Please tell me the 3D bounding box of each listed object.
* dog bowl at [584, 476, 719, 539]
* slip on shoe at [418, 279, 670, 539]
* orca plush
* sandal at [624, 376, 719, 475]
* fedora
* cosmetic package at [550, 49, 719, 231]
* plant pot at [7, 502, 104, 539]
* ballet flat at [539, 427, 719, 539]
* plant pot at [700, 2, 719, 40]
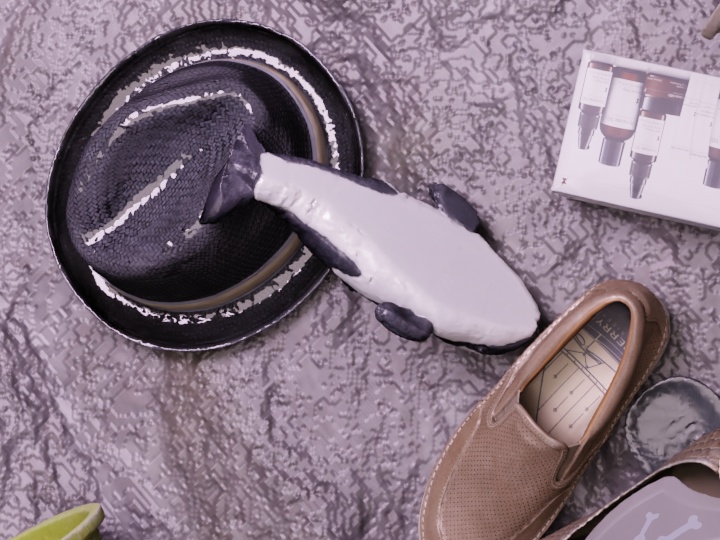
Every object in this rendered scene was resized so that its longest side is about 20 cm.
[{"bbox_3d":[0.202,0.200,1.210,0.199,0.059,0.201,1,115,2],"label":"dog bowl"},{"bbox_3d":[0.098,0.091,1.279,0.076,0.061,0.200,42,98,11],"label":"slip on shoe"},{"bbox_3d":[0.000,0.000,1.289,0.199,0.071,0.106,16,55,-22],"label":"orca plush"},{"bbox_3d":[0.219,0.144,1.256,0.200,0.048,0.075,45,99,10],"label":"sandal"},{"bbox_3d":[-0.099,-0.050,1.312,0.199,0.092,0.202,0,89,13],"label":"fedora"},{"bbox_3d":[0.211,-0.059,1.262,0.199,0.051,0.083,13,92,13],"label":"cosmetic package"},{"bbox_3d":[-0.187,0.260,1.289,0.200,0.200,0.185,-29,94,11],"label":"plant pot"},{"bbox_3d":[0.150,0.143,1.240,0.199,0.046,0.068,-29,75,18],"label":"ballet flat"},{"bbox_3d":[0.305,-0.153,1.179,0.183,0.200,0.201,35,96,3],"label":"plant pot"}]
